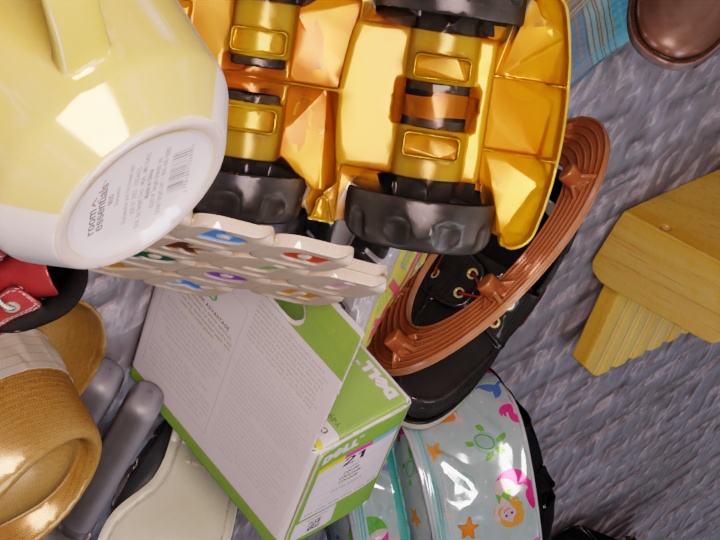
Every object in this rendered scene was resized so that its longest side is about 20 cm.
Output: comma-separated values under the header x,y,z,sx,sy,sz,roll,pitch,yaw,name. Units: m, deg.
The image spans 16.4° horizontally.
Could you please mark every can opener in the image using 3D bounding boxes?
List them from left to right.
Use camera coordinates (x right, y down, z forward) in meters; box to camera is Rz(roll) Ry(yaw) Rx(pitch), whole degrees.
x,y,z,sx,sy,sz,roll,pitch,yaw,name
-0.171,0.124,1.491,0.200,0.053,0.067,-58,-175,34,can opener

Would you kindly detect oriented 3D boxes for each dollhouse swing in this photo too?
x,y,z,sx,sy,sz,roll,pitch,yaw,name
0.285,0.021,1.883,0.200,0.182,0.176,-22,130,-40,dollhouse swing

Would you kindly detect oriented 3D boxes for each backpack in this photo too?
x,y,z,sx,sy,sz,roll,pitch,yaw,name
0.050,0.144,1.633,0.150,0.178,0.200,-11,-167,-13,backpack

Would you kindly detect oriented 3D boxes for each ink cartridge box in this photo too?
x,y,z,sx,sy,sz,roll,pitch,yaw,name
-0.041,0.036,1.388,0.076,0.148,0.200,-26,153,-34,ink cartridge box

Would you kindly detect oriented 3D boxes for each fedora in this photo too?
x,y,z,sx,sy,sz,roll,pitch,yaw,name
-0.204,0.103,1.333,0.201,0.082,0.201,-34,156,-17,fedora

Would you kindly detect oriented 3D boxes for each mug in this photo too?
x,y,z,sx,sy,sz,roll,pitch,yaw,name
-0.140,-0.085,1.005,0.149,0.153,0.187,-46,157,12,mug

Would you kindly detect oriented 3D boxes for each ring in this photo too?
x,y,z,sx,sy,sz,roll,pitch,yaw,name
0.071,-0.019,1.499,0.200,0.019,0.200,-41,-161,17,ring

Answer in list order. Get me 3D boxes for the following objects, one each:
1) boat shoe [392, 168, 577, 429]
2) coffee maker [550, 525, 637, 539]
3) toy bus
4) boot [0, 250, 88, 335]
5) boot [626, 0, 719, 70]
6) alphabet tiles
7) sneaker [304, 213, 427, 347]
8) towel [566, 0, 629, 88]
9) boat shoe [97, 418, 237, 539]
x,y,z,sx,sy,sz,roll,pitch,yaw,name
0.072,0.012,1.569,0.201,0.074,0.063,-54,-179,-31,boat shoe
0.239,0.319,2.365,0.200,0.192,0.135,23,93,-43,coffee maker
-0.004,-0.092,1.232,0.192,0.200,0.136,-88,-174,-82,toy bus
-0.217,0.023,1.110,0.144,0.072,0.200,-20,-179,37,boot
0.217,-0.230,1.387,0.200,0.064,0.186,108,8,-56,boot
-0.093,-0.014,1.198,0.200,0.015,0.196,14,169,-22,alphabet tiles
0.000,0.000,1.490,0.090,0.078,0.200,-32,161,-46,sneaker
0.118,-0.158,1.461,0.147,0.022,0.200,-39,157,-8,towel
-0.112,0.143,1.514,0.066,0.074,0.199,120,-11,-70,boat shoe
